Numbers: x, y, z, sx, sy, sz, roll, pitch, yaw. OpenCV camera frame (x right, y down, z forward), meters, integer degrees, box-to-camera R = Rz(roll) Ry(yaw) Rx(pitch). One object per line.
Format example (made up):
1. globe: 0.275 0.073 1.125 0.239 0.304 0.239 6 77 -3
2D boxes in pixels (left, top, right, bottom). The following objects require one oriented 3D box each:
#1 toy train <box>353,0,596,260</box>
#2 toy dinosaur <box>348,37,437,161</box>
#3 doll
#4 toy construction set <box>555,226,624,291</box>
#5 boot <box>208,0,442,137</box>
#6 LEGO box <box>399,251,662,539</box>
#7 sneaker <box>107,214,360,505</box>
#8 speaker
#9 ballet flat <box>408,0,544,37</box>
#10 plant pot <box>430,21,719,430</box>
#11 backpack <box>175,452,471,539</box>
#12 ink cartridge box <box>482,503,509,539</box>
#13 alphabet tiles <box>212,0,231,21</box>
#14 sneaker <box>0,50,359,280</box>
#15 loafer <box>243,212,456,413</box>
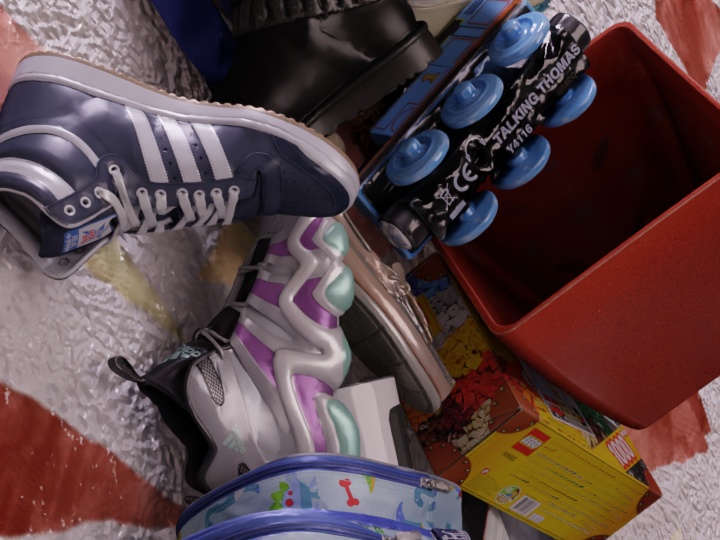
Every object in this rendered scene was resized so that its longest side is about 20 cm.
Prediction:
1. toy train: 0.069 -0.096 1.066 0.200 0.114 0.087 -50 119 -14
2. toy dinosaur: 0.046 -0.101 1.169 0.200 0.102 0.136 54 51 -61
3. doll: -0.064 -0.137 1.043 0.136 0.048 0.200 -48 122 -25
4. toy construction set: 0.155 -0.030 1.267 0.092 0.131 0.200 56 40 -49
5. boot: -0.070 -0.145 0.955 0.211 0.079 0.158 -36 107 -10
6. LEGO box: 0.108 0.097 1.137 0.200 0.077 0.149 33 23 -46
7. sneaker: -0.077 0.037 0.922 0.140 0.078 0.200 -1 77 -23
8. speaker: 0.003 0.171 1.005 0.081 0.081 0.200 -5 82 -56
9. ballet flat: 0.058 -0.203 1.128 0.200 0.069 0.070 -24 98 -35
10. plant pot: 0.177 -0.013 1.098 0.176 0.200 0.200 51 5 -35
11. backpack: -0.032 0.186 0.863 0.200 0.183 0.147 20 48 -44
12. ink cartridge box: 0.086 0.275 1.060 0.200 0.043 0.174 -70 141 -62
13. alphabet tiles: -0.043 -0.198 1.144 0.166 0.006 0.200 38 48 -42
14. sneaker: -0.106 -0.040 0.865 0.200 0.070 0.109 17 57 -1
15. loafer: 0.000 0.000 1.028 0.063 0.072 0.200 -44 98 -22
